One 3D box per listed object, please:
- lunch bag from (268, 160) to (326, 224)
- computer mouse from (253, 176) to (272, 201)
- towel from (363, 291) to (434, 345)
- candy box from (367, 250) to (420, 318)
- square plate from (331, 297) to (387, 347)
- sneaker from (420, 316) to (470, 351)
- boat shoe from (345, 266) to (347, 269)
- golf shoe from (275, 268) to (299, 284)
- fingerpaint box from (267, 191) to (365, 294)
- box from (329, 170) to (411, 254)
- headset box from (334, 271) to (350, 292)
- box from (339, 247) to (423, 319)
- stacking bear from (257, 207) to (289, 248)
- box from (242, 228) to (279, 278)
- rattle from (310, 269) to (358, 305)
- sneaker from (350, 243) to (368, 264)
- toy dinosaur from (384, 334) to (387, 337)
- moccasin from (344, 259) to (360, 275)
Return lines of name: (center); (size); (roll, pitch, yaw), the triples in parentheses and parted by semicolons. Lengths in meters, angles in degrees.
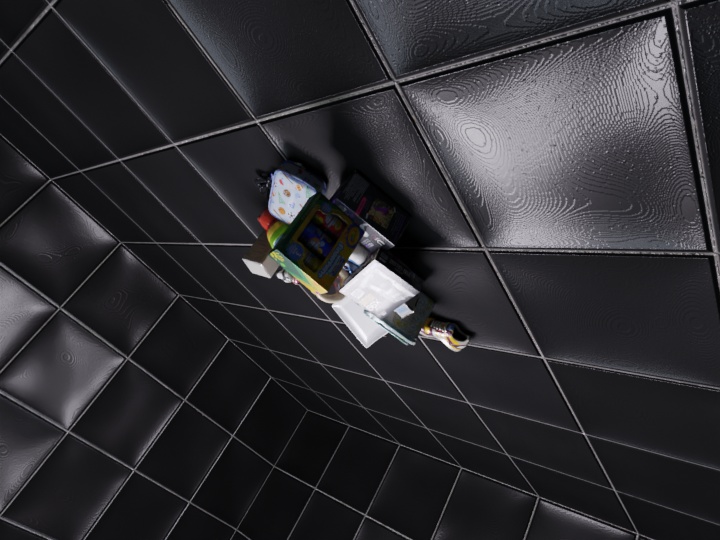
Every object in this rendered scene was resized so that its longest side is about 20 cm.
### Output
lunch bag: (-0.189, -0.219, 1.474); (0.160, 0.076, 0.201); (30, 139, 5)
computer mouse: (-0.239, -0.219, 1.607); (0.138, 0.053, 0.201); (2, 130, 43)
towel: (0.128, 0.121, 1.636); (0.199, 0.172, 0.048); (36, 156, -9)
candy box: (0.093, 0.028, 1.546); (0.200, 0.137, 0.061); (41, 135, -15)
square plate: (0.005, 0.156, 1.753); (0.198, 0.028, 0.200); (51, 143, 4)
sneaker: (0.277, 0.196, 1.723); (0.199, 0.075, 0.090); (27, 146, -2)
boat shoe: (-0.110, -0.075, 1.681); (0.199, 0.071, 0.070); (35, 158, 0)
golf shoe: (-0.222, -0.032, 1.746); (0.091, 0.200, 0.073); (15, 124, 6)
fingerpaint box: (-0.108, -0.069, 1.297); (0.167, 0.201, 0.073); (41, 154, -18)
box: (0.015, -0.150, 1.372); (0.200, 0.106, 0.122); (39, 155, -13)
headset box: (-0.011, 0.063, 1.797); (0.148, 0.077, 0.201); (24, 151, 17)
box: (0.056, 0.043, 1.437); (0.157, 0.050, 0.200); (36, 138, -12)
stacking bear: (-0.239, -0.113, 1.572); (0.200, 0.121, 0.114); (51, -172, 20)
box: (-0.300, -0.081, 1.730); (0.094, 0.201, 0.078); (15, 149, 31)
rattle: (-0.077, 0.054, 1.650); (0.199, 0.131, 0.143); (14, 158, -25)
sneaker: (-0.041, -0.102, 1.469); (0.099, 0.075, 0.200); (26, -159, -34)
toy dinosaur: (0.102, 0.168, 1.784); (0.086, 0.136, 0.200); (39, 153, -12)
moccasin: (0.000, 0.000, 1.594); (0.199, 0.068, 0.081); (27, -153, -44)
